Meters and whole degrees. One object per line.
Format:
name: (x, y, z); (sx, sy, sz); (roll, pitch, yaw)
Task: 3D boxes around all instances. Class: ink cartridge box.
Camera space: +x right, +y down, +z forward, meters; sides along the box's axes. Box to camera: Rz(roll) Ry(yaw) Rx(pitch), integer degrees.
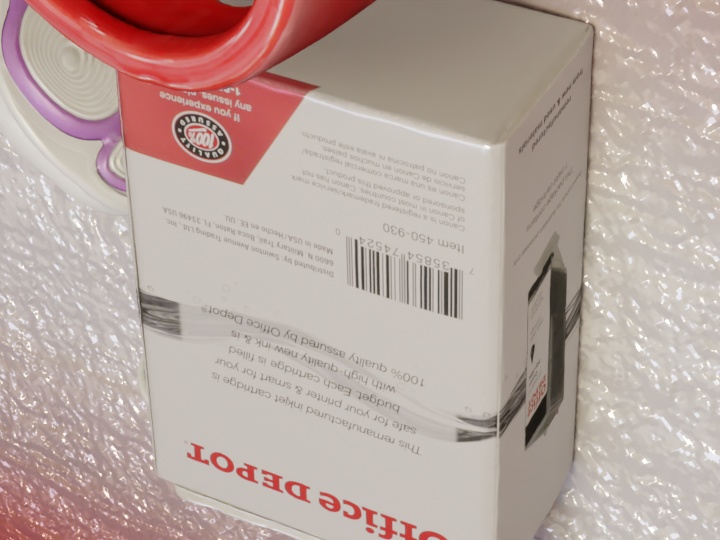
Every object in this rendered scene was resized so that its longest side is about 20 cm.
ink cartridge box: (0.000, 0.000, 0.832); (0.146, 0.083, 0.201); (17, 131, 22)

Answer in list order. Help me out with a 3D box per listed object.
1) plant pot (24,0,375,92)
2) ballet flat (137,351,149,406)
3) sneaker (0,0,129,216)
plant pot: (-0.023, -0.177, 0.637); (0.200, 0.182, 0.201); (34, 145, 28)
ballet flat: (-0.007, 0.086, 0.945); (0.199, 0.069, 0.070); (33, 138, 26)
sneaker: (-0.141, -0.099, 0.924); (0.200, 0.075, 0.100); (51, 153, 7)
